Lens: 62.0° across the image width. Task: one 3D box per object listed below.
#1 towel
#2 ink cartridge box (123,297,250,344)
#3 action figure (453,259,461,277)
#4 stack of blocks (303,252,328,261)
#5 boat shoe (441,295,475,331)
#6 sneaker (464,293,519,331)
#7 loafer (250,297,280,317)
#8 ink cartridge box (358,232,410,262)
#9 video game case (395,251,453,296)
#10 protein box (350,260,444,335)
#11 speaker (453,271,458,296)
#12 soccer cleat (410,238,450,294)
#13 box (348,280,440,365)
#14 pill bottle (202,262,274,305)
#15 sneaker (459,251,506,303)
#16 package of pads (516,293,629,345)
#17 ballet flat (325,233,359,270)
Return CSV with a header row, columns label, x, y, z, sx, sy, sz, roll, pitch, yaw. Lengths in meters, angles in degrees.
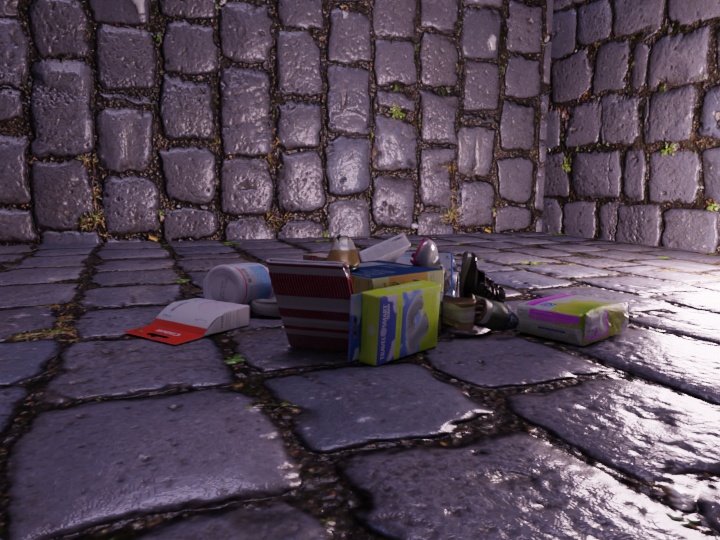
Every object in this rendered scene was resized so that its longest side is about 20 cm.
label,x,y,z,sx,sy,sz,roll,pitch,yaw
towel,-0.076,0.062,1.035,0.143,0.201,0.023,3,39,15
ink cartridge box,-0.352,0.098,1.230,0.162,0.057,0.200,6,5,32
action figure,0.234,0.002,1.747,0.199,0.103,0.119,-7,-1,-33
stack of blocks,-0.121,0.013,1.591,0.199,0.116,0.058,8,11,44
boat shoe,0.174,0.089,1.255,0.074,0.067,0.200,-6,3,-18
sneaker,0.272,0.096,1.265,0.089,0.068,0.200,19,-1,-3
loafer,-0.150,0.068,1.362,0.198,0.070,0.070,0,8,-6
ink cartridge box,0.000,0.000,1.440,0.199,0.043,0.196,-23,-15,-34
video game case,0.150,0.020,1.435,0.142,0.018,0.201,2,37,7
protein box,0.027,0.061,1.197,0.199,0.136,0.198,-7,11,-42
speaker,0.156,0.038,1.558,0.199,0.082,0.081,2,8,15
soccer cleat,0.159,-0.001,1.294,0.086,0.070,0.200,33,-16,20
box,0.064,0.089,1.051,0.047,0.123,0.199,11,13,41
pill bottle,-0.273,0.037,1.418,0.108,0.110,0.200,4,4,20
sneaker,0.279,0.027,1.358,0.105,0.075,0.200,5,-33,12
package of pads,0.439,0.095,1.227,0.199,0.069,0.154,-8,11,-42
ballet flat,-0.038,-0.041,1.203,0.068,0.064,0.200,-1,7,-5
